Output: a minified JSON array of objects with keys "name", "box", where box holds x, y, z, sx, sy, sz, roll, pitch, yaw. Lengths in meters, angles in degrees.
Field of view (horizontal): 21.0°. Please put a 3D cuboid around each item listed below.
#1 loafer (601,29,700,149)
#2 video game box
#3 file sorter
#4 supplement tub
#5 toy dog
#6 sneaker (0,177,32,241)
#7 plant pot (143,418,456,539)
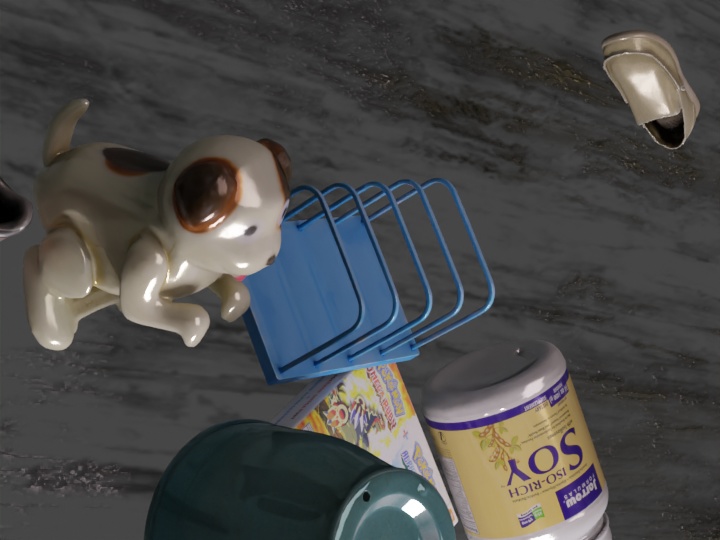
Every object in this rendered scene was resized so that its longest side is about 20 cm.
[{"name":"loafer","box":[0.345,-0.210,2.279,0.200,0.075,0.069,39,46,-44]},{"name":"video game box","box":[0.001,0.187,1.720,0.182,0.047,0.201,-45,118,-53]},{"name":"file sorter","box":[0.000,0.000,1.661,0.199,0.122,0.140,-7,71,-51]},{"name":"supplement tub","box":[0.151,0.182,1.847,0.145,0.145,0.201,-39,113,-51]},{"name":"toy dog","box":[-0.138,-0.041,1.442,0.139,0.199,0.195,-8,89,-55]},{"name":"sneaker","box":[-0.299,-0.080,1.324,0.200,0.081,0.078,36,54,-45]},{"name":"plant pot","box":[-0.033,0.216,1.505,0.199,0.187,0.202,4,84,-43]}]
